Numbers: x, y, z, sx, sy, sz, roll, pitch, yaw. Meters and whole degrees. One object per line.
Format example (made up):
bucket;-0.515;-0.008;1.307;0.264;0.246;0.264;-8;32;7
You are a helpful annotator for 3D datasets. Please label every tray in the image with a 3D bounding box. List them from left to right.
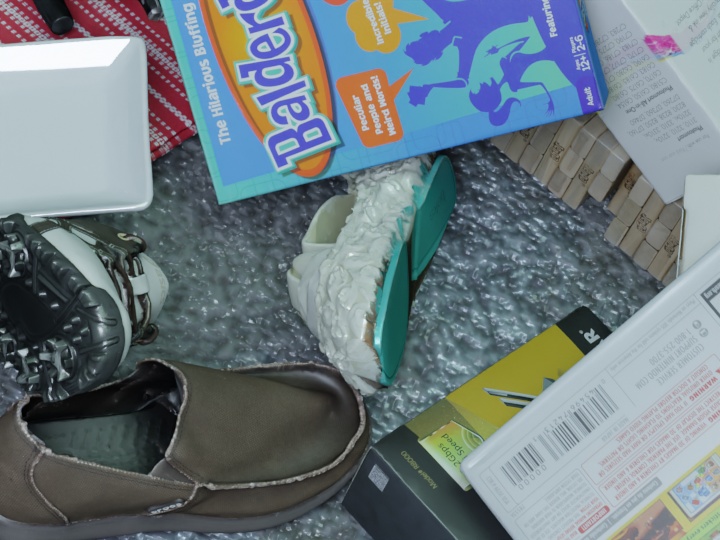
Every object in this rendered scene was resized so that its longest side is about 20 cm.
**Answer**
tray;-0.198;-0.058;1.208;0.199;0.022;0.108;-5;53;-2

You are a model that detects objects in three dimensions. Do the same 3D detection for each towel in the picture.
towel;-0.147;-0.104;1.300;0.144;0.023;0.200;40;48;15

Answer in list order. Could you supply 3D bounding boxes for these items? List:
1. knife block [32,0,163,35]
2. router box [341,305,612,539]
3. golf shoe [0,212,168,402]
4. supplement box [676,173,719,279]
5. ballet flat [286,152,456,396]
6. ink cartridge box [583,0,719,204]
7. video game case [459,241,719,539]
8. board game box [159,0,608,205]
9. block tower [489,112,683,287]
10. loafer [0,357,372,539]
knife block;-0.175;-0.207;1.324;0.199;0.064;0.176;23;43;4
router box;0.114;0.130;1.196;0.157;0.052;0.200;-31;69;-37
golf shoe;-0.122;0.006;1.115;0.094;0.200;0.078;-8;101;-22
supplement box;0.241;0.027;1.237;0.199;0.073;0.127;8;85;-43
ballet flat;0.000;0.000;1.231;0.071;0.072;0.200;26;29;-1
ink cartridge box;0.170;-0.118;1.308;0.200;0.068;0.115;52;52;-7
video game case;0.173;0.092;1.117;0.200;0.023;0.182;-40;69;4
board game box;0.006;-0.130;1.240;0.199;0.153;0.045;-14;12;12
block tower;0.144;-0.053;1.353;0.200;0.058;0.054;41;51;11
loafer;-0.078;0.077;1.149;0.199;0.071;0.073;-11;58;-29
